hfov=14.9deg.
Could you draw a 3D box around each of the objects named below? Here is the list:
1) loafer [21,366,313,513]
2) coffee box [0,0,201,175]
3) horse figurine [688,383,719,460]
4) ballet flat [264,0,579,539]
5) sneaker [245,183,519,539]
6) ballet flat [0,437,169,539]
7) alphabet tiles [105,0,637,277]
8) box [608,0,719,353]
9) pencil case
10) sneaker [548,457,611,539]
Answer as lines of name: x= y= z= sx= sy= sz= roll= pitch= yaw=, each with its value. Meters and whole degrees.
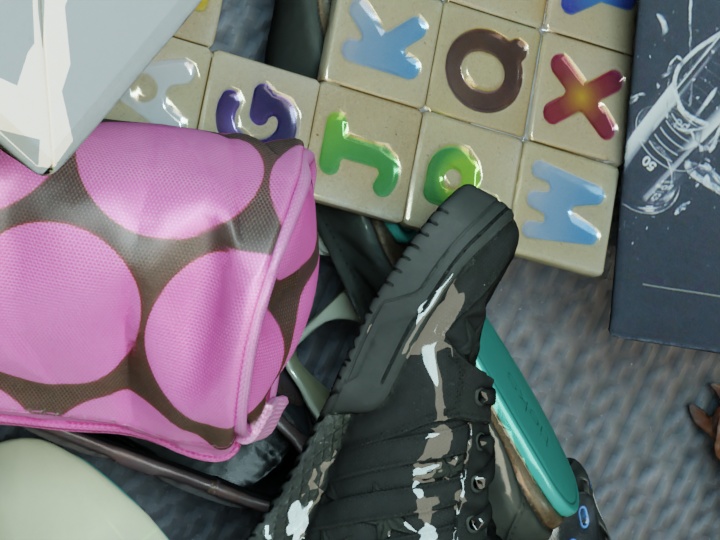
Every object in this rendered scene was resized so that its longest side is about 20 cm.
loafer: x=-0.091 y=0.013 z=0.803 sx=0.199 sy=0.063 sz=0.072 roll=31 pitch=93 yaw=-26
coffee box: x=-0.119 y=-0.104 z=0.682 sx=0.113 sy=0.200 sz=0.080 roll=42 pitch=85 yaw=-25
horse figurine: x=0.177 y=0.136 z=0.888 sx=0.050 sy=0.201 sz=0.132 roll=-32 pitch=135 yaw=31
ballet flat: x=0.000 y=0.000 z=0.825 sx=0.068 sy=0.068 sz=0.201 roll=-20 pitch=95 yaw=14
sneaker: x=0.022 y=0.086 z=0.764 sx=0.104 sy=0.060 sz=0.201 roll=29 pitch=93 yaw=6
ballet flat: x=-0.059 y=0.140 z=0.799 sx=0.069 sy=0.069 sz=0.200 roll=-37 pitch=90 yaw=-7
alphabet tiles: x=0.014 y=-0.114 z=0.795 sx=0.166 sy=0.008 sz=0.201 roll=15 pitch=79 yaw=-22
box: x=0.186 y=-0.064 z=0.809 sx=0.199 sy=0.104 sz=0.183 roll=8 pitch=107 yaw=18
pencil case: x=-0.111 y=0.003 z=0.723 sx=0.199 sy=0.091 sz=0.094 roll=4 pitch=84 yaw=0
sneaker: x=0.090 y=0.114 z=0.897 sx=0.199 sy=0.073 sz=0.113 roll=-4 pitch=107 yaw=-19
